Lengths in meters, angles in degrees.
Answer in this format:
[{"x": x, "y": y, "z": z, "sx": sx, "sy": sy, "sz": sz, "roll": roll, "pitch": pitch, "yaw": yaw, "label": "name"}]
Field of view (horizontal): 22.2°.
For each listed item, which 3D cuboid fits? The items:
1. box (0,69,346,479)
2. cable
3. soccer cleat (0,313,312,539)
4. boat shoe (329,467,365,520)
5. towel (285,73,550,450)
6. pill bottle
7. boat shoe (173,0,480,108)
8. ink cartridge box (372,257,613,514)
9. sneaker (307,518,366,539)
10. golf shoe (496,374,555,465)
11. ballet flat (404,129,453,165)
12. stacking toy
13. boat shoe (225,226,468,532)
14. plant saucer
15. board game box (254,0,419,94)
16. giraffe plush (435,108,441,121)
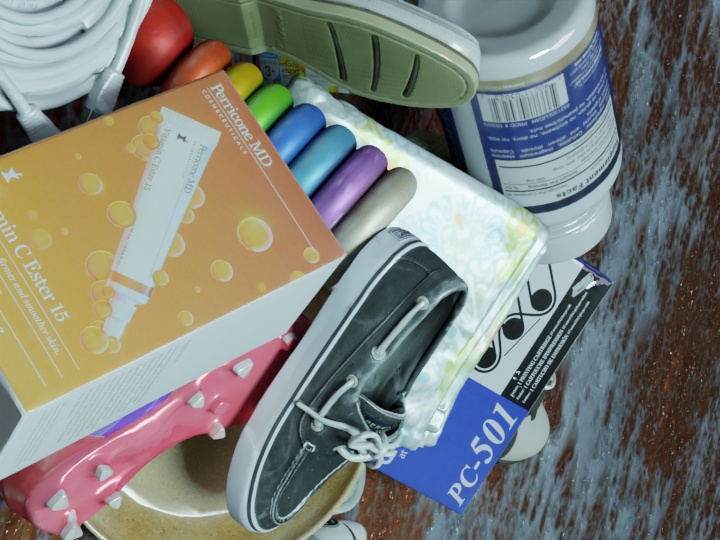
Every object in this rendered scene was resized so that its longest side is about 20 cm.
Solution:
[{"x": -0.129, "y": 0.001, "z": 0.935, "sx": 0.199, "sy": 0.098, "sz": 0.125, "roll": -27, "pitch": 77, "yaw": -35, "label": "box"}, {"x": -0.178, "y": -0.182, "z": 0.926, "sx": 0.200, "sy": 0.069, "sz": 0.201, "roll": 43, "pitch": 66, "yaw": -48, "label": "cable"}, {"x": -0.116, "y": 0.070, "z": 1.024, "sx": 0.200, "sy": 0.076, "sz": 0.067, "roll": -35, "pitch": 145, "yaw": -22, "label": "soccer cleat"}, {"x": -0.040, "y": 0.066, "z": 1.203, "sx": 0.075, "sy": 0.060, "sz": 0.201, "roll": 18, "pitch": 62, "yaw": -33, "label": "boat shoe"}, {"x": 0.000, "y": 0.000, "z": 1.132, "sx": 0.199, "sy": 0.048, "sz": 0.172, "roll": 29, "pitch": 96, "yaw": -17, "label": "towel"}, {"x": 0.107, "y": -0.099, "z": 1.169, "sx": 0.111, "sy": 0.110, "sz": 0.201, "roll": -59, "pitch": 148, "yaw": -30, "label": "pill bottle"}, {"x": -0.019, "y": -0.156, "z": 1.070, "sx": 0.075, "sy": 0.199, "sz": 0.069, "roll": 96, "pitch": 16, "yaw": -59, "label": "boat shoe"}, {"x": 0.084, "y": 0.065, "z": 1.304, "sx": 0.094, "sy": 0.044, "sz": 0.201, "roll": 29, "pitch": 97, "yaw": -23, "label": "ink cartridge box"}, {"x": -0.013, "y": 0.269, "z": 1.277, "sx": 0.088, "sy": 0.074, "sz": 0.201, "roll": -18, "pitch": 112, "yaw": -52, "label": "sneaker"}, {"x": 0.117, "y": 0.091, "z": 1.414, "sx": 0.200, "sy": 0.088, "sz": 0.078, "roll": 50, "pitch": 39, "yaw": -50, "label": "golf shoe"}, {"x": 0.071, "y": -0.065, "z": 1.292, "sx": 0.200, "sy": 0.062, "sz": 0.068, "roll": 23, "pitch": 53, "yaw": -77, "label": "ballet flat"}, {"x": -0.065, "y": -0.085, "z": 1.044, "sx": 0.200, "sy": 0.085, "sz": 0.085, "roll": 43, "pitch": 50, "yaw": 0, "label": "stacking toy"}, {"x": -0.004, "y": 0.076, "z": 1.030, "sx": 0.200, "sy": 0.068, "sz": 0.073, "roll": -57, "pitch": 151, "yaw": 12, "label": "boat shoe"}, {"x": -0.089, "y": 0.078, "z": 1.083, "sx": 0.199, "sy": 0.035, "sz": 0.202, "roll": -4, "pitch": 103, "yaw": -16, "label": "plant saucer"}, {"x": -0.007, "y": -0.223, "z": 1.154, "sx": 0.105, "sy": 0.102, "sz": 0.201, "roll": -33, "pitch": 123, "yaw": -49, "label": "board game box"}, {"x": 0.119, "y": -0.199, "z": 1.305, "sx": 0.201, "sy": 0.172, "sz": 0.162, "roll": -61, "pitch": 176, "yaw": 24, "label": "giraffe plush"}]
